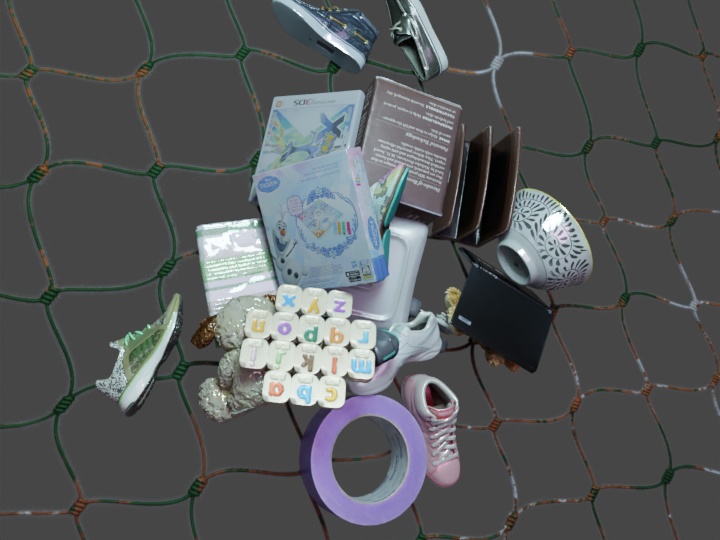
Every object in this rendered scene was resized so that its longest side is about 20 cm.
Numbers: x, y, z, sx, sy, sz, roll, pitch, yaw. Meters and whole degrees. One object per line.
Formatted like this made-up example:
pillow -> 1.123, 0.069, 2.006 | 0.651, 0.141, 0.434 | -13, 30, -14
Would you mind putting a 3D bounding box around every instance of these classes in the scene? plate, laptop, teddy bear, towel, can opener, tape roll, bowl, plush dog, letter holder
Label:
plate -> 0.000, 0.000, 1.215 | 0.196, 0.032, 0.203 | 13, 98, -3
laptop -> 0.238, 0.063, 1.283 | 0.176, 0.200, 0.104 | 31, 100, -11
teddy bear -> 0.226, 0.100, 1.283 | 0.199, 0.145, 0.067 | 40, 115, -8
towel -> -0.189, 0.017, 1.212 | 0.147, 0.031, 0.203 | -9, 85, -18
can opener -> 0.080, 0.074, 1.272 | 0.199, 0.053, 0.067 | 32, 72, -10
tape roll -> 0.004, 0.305, 1.186 | 0.197, 0.085, 0.203 | 3, 79, -18
bowl -> 0.305, -0.034, 1.292 | 0.094, 0.201, 0.202 | -35, 91, -17
plush dog -> -0.167, 0.124, 1.128 | 0.197, 0.161, 0.174 | -17, 79, -19
letter holder -> 0.212, -0.162, 1.314 | 0.099, 0.142, 0.203 | 13, 76, -15

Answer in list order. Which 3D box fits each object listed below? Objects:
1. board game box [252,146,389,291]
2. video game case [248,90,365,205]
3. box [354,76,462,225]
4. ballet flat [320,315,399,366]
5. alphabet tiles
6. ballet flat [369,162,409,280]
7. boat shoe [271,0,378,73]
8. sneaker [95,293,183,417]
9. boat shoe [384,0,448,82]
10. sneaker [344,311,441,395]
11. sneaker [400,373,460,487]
board game box -> -0.065, -0.072, 1.138 | 0.043, 0.198, 0.202 | -24, 102, -52
video game case -> -0.091, -0.205, 1.222 | 0.022, 0.180, 0.203 | 34, 64, -57
box -> 0.057, -0.189, 1.255 | 0.162, 0.166, 0.203 | 16, 76, -15
ballet flat -> -0.032, 0.116, 1.158 | 0.073, 0.198, 0.074 | -15, 108, -53
alphabet tiles -> -0.076, 0.111, 1.076 | 0.197, 0.015, 0.198 | 6, 55, -5
ballet flat -> 0.022, -0.077, 1.139 | 0.070, 0.203, 0.069 | 18, 28, 14
boat shoe -> -0.063, -0.451, 1.322 | 0.199, 0.071, 0.092 | 33, 70, -17
sneaker -> -0.340, 0.116, 1.118 | 0.088, 0.077, 0.202 | 26, 70, -3
boat shoe -> 0.091, -0.453, 1.369 | 0.063, 0.071, 0.202 | -33, 92, -22
sneaker -> 0.050, 0.131, 1.195 | 0.199, 0.070, 0.081 | -31, 133, -27
sneaker -> 0.130, 0.271, 1.224 | 0.074, 0.105, 0.203 | -16, 86, -22
